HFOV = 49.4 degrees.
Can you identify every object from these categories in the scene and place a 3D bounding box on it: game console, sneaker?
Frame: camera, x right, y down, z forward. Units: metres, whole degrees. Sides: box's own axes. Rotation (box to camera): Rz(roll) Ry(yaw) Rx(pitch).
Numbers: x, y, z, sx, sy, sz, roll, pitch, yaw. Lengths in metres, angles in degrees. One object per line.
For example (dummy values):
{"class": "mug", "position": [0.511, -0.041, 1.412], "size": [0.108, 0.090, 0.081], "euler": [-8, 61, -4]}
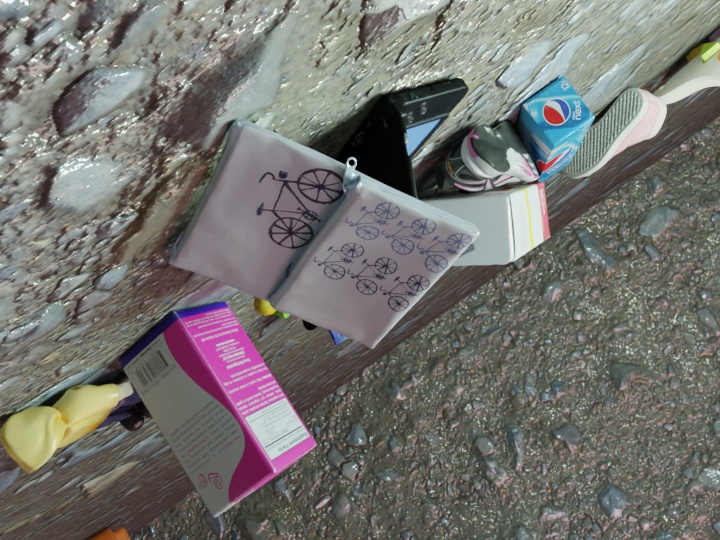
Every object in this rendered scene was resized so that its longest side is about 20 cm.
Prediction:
{"class": "game console", "position": [0.023, -0.061, 0.726], "size": [0.175, 0.117, 0.200], "euler": [-25, 166, -42]}
{"class": "sneaker", "position": [0.150, -0.134, 0.968], "size": [0.086, 0.081, 0.199], "euler": [-27, 167, 30]}
{"class": "sneaker", "position": [0.444, -0.229, 1.354], "size": [0.104, 0.076, 0.200], "euler": [-3, 147, -37]}

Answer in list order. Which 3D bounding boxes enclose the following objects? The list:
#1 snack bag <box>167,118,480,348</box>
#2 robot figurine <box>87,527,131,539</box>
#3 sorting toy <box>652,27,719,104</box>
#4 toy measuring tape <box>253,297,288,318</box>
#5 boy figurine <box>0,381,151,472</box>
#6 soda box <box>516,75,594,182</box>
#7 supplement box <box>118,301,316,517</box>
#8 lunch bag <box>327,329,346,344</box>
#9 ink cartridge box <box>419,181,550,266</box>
{"class": "snack bag", "position": [-0.038, -0.019, 0.610], "size": [0.189, 0.199, 0.022], "euler": [-49, -157, 47]}
{"class": "robot figurine", "position": [-0.766, 0.835, 2.281], "size": [0.199, 0.118, 0.143], "euler": [-28, -154, -30]}
{"class": "sorting toy", "position": [0.591, -0.340, 1.339], "size": [0.179, 0.108, 0.200], "euler": [-32, 173, 28]}
{"class": "toy measuring tape", "position": [-0.050, -0.026, 0.842], "size": [0.200, 0.073, 0.074], "euler": [-48, 179, -36]}
{"class": "boy figurine", "position": [-0.302, 0.161, 0.858], "size": [0.124, 0.065, 0.200], "euler": [-35, 173, 18]}
{"class": "soda box", "position": [0.250, -0.179, 1.040], "size": [0.064, 0.068, 0.200], "euler": [-35, 170, 1]}
{"class": "supplement box", "position": [-0.156, 0.148, 0.866], "size": [0.101, 0.201, 0.103], "euler": [-38, 169, 22]}
{"class": "lunch bag", "position": [0.000, 0.000, 1.051], "size": [0.150, 0.094, 0.200], "euler": [-30, 160, -8]}
{"class": "ink cartridge box", "position": [0.155, -0.063, 1.027], "size": [0.144, 0.084, 0.200], "euler": [-3, -171, 25]}
